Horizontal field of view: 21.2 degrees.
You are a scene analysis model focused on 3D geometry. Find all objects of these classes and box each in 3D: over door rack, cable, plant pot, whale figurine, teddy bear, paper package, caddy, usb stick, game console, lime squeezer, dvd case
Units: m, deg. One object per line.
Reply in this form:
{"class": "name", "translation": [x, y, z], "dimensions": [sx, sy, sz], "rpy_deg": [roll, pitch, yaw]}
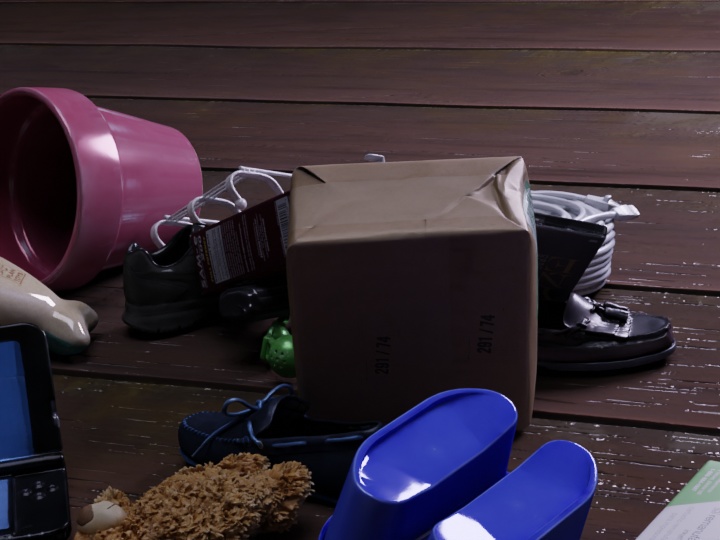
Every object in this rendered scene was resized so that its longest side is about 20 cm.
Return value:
{"class": "over door rack", "translation": [-0.083, -0.053, 1.870], "dimensions": [0.200, 0.067, 0.148], "rpy_deg": [-8, -13, -42]}
{"class": "cable", "translation": [0.133, -0.025, 1.766], "dimensions": [0.199, 0.070, 0.200], "rpy_deg": [10, 19, 33]}
{"class": "plant pot", "translation": [-0.265, -0.081, 1.917], "dimensions": [0.179, 0.201, 0.200], "rpy_deg": [-3, 12, -44]}
{"class": "whale figurine", "translation": [-0.341, 0.044, 1.736], "dimensions": [0.199, 0.104, 0.159], "rpy_deg": [18, 18, -7]}
{"class": "teddy bear", "translation": [-0.125, 0.168, 1.331], "dimensions": [0.199, 0.067, 0.145], "rpy_deg": [-16, 21, -23]}
{"class": "paper package", "translation": [0.041, 0.024, 1.472], "dimensions": [0.190, 0.201, 0.104], "rpy_deg": [-3, 36, 3]}
{"class": "caddy", "translation": [0.062, 0.166, 1.240], "dimensions": [0.141, 0.105, 0.200], "rpy_deg": [32, 36, 25]}
{"class": "usb stick", "translation": [-0.042, 0.021, 1.714], "dimensions": [0.055, 0.033, 0.200], "rpy_deg": [-9, 0, 44]}
{"class": "game console", "translation": [-0.322, 0.133, 1.417], "dimensions": [0.199, 0.117, 0.176], "rpy_deg": [-9, 20, -7]}
{"class": "lime squeezer", "translation": [-0.054, 0.063, 1.651], "dimensions": [0.070, 0.038, 0.200], "rpy_deg": [-14, 20, -22]}
{"class": "dvd case", "translation": [0.108, -0.006, 1.590], "dimensions": [0.148, 0.016, 0.200], "rpy_deg": [10, -22, -4]}

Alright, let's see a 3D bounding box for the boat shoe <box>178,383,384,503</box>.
{"class": "boat shoe", "translation": [-0.051, 0.121, 1.442], "dimensions": [0.199, 0.069, 0.084], "rpy_deg": [6, 23, 30]}

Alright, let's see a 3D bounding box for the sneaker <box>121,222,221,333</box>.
{"class": "sneaker", "translation": [-0.127, -0.004, 1.780], "dimensions": [0.199, 0.091, 0.076], "rpy_deg": [-14, 19, -25]}

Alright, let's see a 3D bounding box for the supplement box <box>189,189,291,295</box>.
{"class": "supplement box", "translation": [-0.055, -0.029, 1.674], "dimensions": [0.109, 0.061, 0.200], "rpy_deg": [-8, -6, -32]}

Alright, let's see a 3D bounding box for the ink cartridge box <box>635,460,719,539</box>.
{"class": "ink cartridge box", "translation": [0.273, 0.191, 1.132], "dimensions": [0.199, 0.085, 0.146], "rpy_deg": [6, 23, 32]}

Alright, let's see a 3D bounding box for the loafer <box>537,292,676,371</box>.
{"class": "loafer", "translation": [0.161, 0.046, 1.597], "dimensions": [0.199, 0.063, 0.072], "rpy_deg": [-3, 19, 9]}
